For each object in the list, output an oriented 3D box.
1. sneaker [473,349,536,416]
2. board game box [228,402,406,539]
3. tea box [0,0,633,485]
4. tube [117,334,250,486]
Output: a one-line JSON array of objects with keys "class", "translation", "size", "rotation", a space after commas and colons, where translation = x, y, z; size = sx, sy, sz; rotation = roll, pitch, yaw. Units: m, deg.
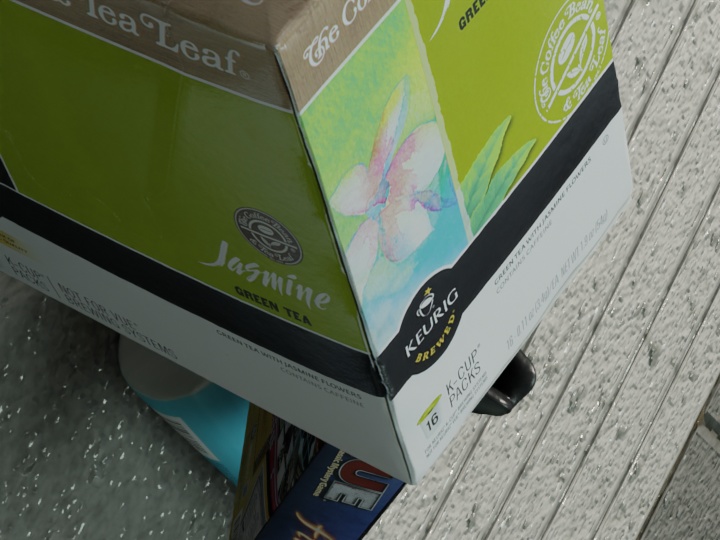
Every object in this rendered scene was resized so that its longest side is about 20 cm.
[{"class": "sneaker", "translation": [0.041, -0.023, 1.028], "size": [0.076, 0.090, 0.201], "rotation": [-43, 142, -34]}, {"class": "board game box", "translation": [0.000, 0.000, 0.878], "size": [0.136, 0.034, 0.201], "rotation": [124, -21, -51]}, {"class": "tea box", "translation": [-0.043, -0.075, 0.736], "size": [0.134, 0.199, 0.197], "rotation": [-51, 148, -24]}, {"class": "tube", "translation": [-0.036, 0.072, 1.002], "size": [0.050, 0.078, 0.200], "rotation": [-23, 146, 8]}]
